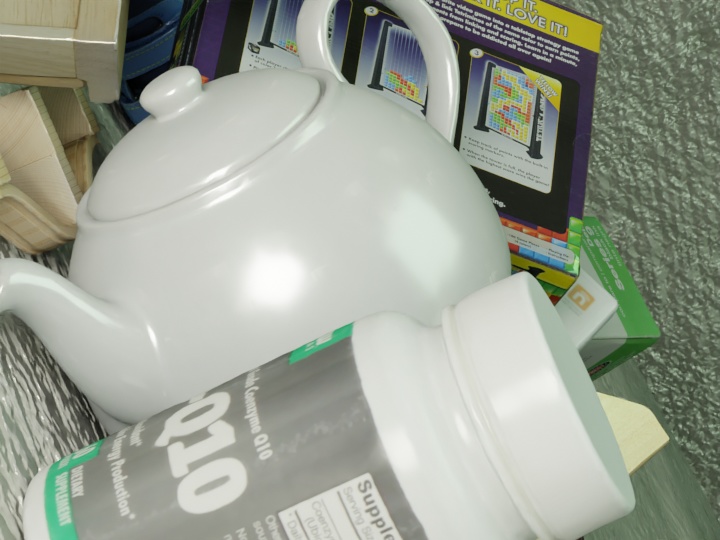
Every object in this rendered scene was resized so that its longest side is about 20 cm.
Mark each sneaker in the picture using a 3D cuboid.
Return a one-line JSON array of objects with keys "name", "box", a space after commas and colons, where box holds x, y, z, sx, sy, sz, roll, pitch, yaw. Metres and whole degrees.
[{"name": "sneaker", "box": [-0.102, -0.117, 1.384, 0.200, 0.074, 0.082, 30, 39, -73]}]

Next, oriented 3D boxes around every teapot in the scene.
[{"name": "teapot", "box": [-0.042, -0.019, 1.099, 0.146, 0.197, 0.200, 62, 7, -18]}]

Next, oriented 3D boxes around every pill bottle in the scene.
[{"name": "pill bottle", "box": [-0.010, 0.084, 0.978, 0.113, 0.200, 0.113, 62, 9, -18]}]

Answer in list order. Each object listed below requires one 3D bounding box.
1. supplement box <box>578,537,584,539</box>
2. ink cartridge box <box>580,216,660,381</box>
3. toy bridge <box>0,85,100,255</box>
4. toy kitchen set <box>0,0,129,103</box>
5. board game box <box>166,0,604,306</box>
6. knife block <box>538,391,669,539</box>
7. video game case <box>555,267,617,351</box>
[{"name": "supplement box", "box": [0.050, 0.139, 1.410, 0.200, 0.110, 0.086, 18, 60, -77]}, {"name": "ink cartridge box", "box": [0.044, 0.036, 1.415, 0.200, 0.146, 0.084, 2, 59, -61]}, {"name": "toy bridge", "box": [-0.137, -0.043, 1.135, 0.200, 0.027, 0.067, -55, 122, -79]}, {"name": "toy kitchen set", "box": [-0.092, -0.134, 1.180, 0.181, 0.163, 0.200, 95, -1, -60]}, {"name": "board game box", "box": [0.009, -0.078, 1.268, 0.200, 0.057, 0.165, 21, 49, -13]}, {"name": "knife block", "box": [0.030, 0.125, 1.142, 0.200, 0.064, 0.176, 15, 64, -25]}, {"name": "video game case", "box": [0.000, 0.000, 1.259, 0.200, 0.022, 0.182, 42, 49, 5]}]
